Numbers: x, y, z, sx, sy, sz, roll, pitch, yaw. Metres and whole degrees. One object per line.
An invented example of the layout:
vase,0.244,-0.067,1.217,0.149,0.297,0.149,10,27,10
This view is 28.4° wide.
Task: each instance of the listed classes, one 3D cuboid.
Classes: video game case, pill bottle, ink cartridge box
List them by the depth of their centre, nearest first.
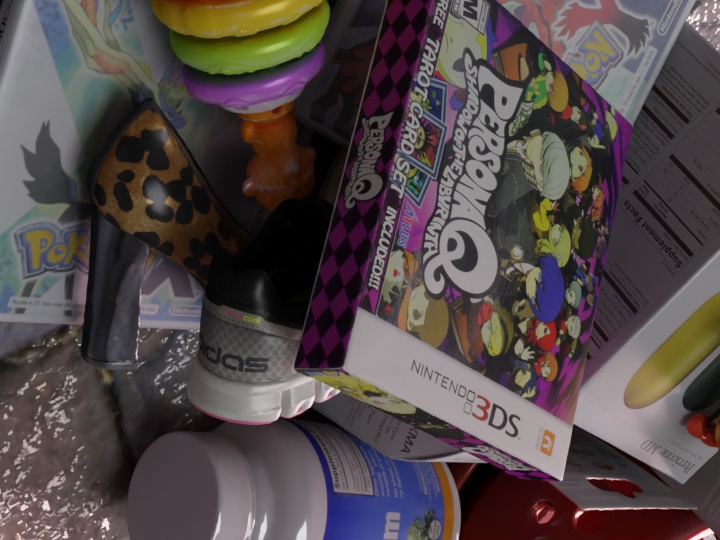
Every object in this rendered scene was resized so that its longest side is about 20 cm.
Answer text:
video game case,0.058,-0.019,0.686,0.181,0.036,0.201,31,67,-45
video game case,-0.111,-0.055,0.731,0.199,0.022,0.183,5,112,-45
video game case,0.080,-0.131,0.775,0.181,0.023,0.201,28,88,-18
pill bottle,-0.040,0.147,0.864,0.199,0.112,0.113,13,107,-47
ink cartridge box,0.089,0.113,0.884,0.160,0.200,0.048,13,105,-52

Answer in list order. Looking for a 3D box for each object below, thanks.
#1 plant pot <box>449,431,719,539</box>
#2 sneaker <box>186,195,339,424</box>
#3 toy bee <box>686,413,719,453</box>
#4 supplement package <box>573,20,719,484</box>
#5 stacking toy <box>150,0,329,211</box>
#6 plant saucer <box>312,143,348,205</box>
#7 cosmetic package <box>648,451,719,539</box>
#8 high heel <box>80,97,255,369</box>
plant pot,0.157,0.205,1.028,0.200,0.182,0.201,-24,134,-28
sneaker,0.000,0.000,0.697,0.199,0.074,0.088,-24,129,-35
toy bee,0.238,0.079,0.788,0.200,0.108,0.131,-48,133,-20
supplement package,0.189,-0.010,0.848,0.200,0.151,0.151,-47,135,15
stacking toy,-0.051,-0.116,0.664,0.116,0.109,0.201,-30,127,-28
plant saucer,0.038,-0.044,0.868,0.200,0.037,0.202,-24,131,-31
cosmetic package,0.244,0.099,0.934,0.090,0.200,0.107,15,117,-43
high heel,-0.046,-0.023,0.736,0.199,0.071,0.143,-6,123,-30
